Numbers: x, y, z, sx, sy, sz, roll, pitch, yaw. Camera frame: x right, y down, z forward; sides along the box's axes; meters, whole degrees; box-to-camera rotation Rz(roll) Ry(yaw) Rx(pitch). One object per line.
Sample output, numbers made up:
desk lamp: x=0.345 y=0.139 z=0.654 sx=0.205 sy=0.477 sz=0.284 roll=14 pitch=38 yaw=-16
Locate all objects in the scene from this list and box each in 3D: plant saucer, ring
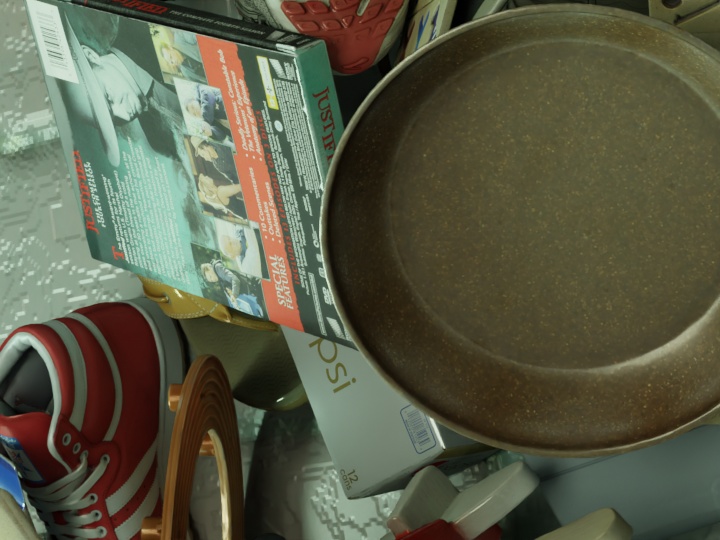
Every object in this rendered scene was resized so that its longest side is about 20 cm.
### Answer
plant saucer: x=0.084 y=-0.019 z=1.178 sx=0.199 sy=0.037 sz=0.201 roll=2 pitch=115 yaw=4
ring: x=-0.078 y=0.138 z=1.338 sx=0.019 sy=0.200 sz=0.201 roll=0 pitch=94 yaw=7

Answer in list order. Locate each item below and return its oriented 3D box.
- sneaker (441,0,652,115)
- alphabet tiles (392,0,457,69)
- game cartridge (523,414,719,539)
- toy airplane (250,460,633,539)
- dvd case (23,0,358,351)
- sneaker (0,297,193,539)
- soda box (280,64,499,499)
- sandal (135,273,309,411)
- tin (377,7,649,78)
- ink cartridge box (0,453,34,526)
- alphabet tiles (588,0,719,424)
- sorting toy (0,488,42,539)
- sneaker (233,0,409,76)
sneaker: x=0.082 y=-0.153 z=1.217 sx=0.200 sy=0.075 sz=0.106 roll=-56 pitch=39 yaw=10
alphabet tiles: x=0.047 y=-0.175 z=1.220 sx=0.006 sy=0.166 sz=0.201 roll=16 pitch=84 yaw=-8
game cartridge: x=0.114 y=0.019 z=1.279 sx=0.133 sy=0.041 sz=0.201 roll=-22 pitch=80 yaw=31
toy airplane: x=0.018 y=0.164 z=1.229 sx=0.199 sy=0.200 sz=0.142 roll=-27 pitch=83 yaw=-7
dvd case: x=-0.072 y=-0.051 z=1.305 sx=0.200 sy=0.022 sz=0.147 roll=16 pitch=128 yaw=46
sneaker: x=-0.138 y=0.117 z=1.424 sx=0.071 sy=0.112 sz=0.201 roll=-2 pitch=92 yaw=37
soda box: x=0.000 y=0.000 z=1.341 sx=0.064 sy=0.068 sz=0.201 roll=-29 pitch=76 yaw=34
sandal: x=-0.082 y=-0.016 z=1.409 sx=0.080 sy=0.054 sz=0.200 roll=-41 pitch=69 yaw=30
tin: x=0.088 y=-0.129 z=1.267 sx=0.200 sy=0.042 sz=0.112 roll=-27 pitch=56 yaw=33
ink cartridge box: x=-0.188 y=0.148 z=1.437 sx=0.099 sy=0.039 sz=0.200 roll=33 pitch=149 yaw=37
alphabet tiles: x=0.172 y=-0.033 z=1.190 sx=0.166 sy=0.008 sz=0.201 roll=-1 pitch=104 yaw=16
sorting toy: x=-0.105 y=0.213 z=1.263 sx=0.185 sy=0.036 sz=0.200 roll=47 pitch=163 yaw=47
sneaker: x=-0.019 y=-0.137 z=1.309 sx=0.200 sy=0.077 sz=0.082 roll=-110 pitch=16 yaw=-58
